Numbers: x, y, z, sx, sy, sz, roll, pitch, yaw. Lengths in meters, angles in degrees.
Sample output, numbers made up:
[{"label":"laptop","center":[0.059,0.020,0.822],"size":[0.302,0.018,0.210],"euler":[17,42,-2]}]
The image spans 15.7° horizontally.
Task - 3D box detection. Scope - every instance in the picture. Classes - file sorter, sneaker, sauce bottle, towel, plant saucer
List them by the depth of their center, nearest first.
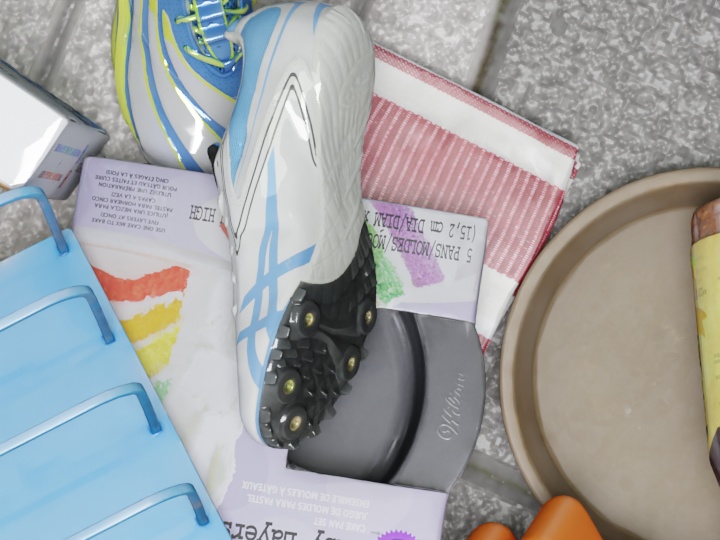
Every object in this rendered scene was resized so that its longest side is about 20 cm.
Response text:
[{"label":"file sorter","center":[-0.144,0.087,1.091],"size":[0.139,0.123,0.200],"euler":[-27,78,-6]},{"label":"sneaker","center":[-0.034,-0.020,1.157],"size":[0.072,0.072,0.200],"euler":[-2,80,33]},{"label":"sauce bottle","center":[0.185,0.066,1.172],"size":[0.066,0.066,0.200],"euler":[-1,73,0]},{"label":"sneaker","center":[-0.082,-0.140,1.201],"size":[0.076,0.105,0.200],"euler":[-3,89,0]},{"label":"plant saucer","center":[0.165,0.051,1.240],"size":[0.200,0.029,0.200],"euler":[0,90,-1]},{"label":"towel","center":[0.000,0.000,1.243],"size":[0.144,0.023,0.200],"euler":[27,88,2]}]

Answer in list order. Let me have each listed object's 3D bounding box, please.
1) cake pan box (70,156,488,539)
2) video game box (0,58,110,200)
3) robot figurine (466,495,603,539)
[{"label":"cake pan box","center":[-0.044,0.053,1.190],"size":[0.200,0.052,0.184],"euler":[10,77,1]},{"label":"video game box","center":[-0.212,-0.103,1.162],"size":[0.200,0.182,0.047],"euler":[34,93,0]},{"label":"robot figurine","center":[0.109,0.205,1.192],"size":[0.144,0.117,0.200],"euler":[-30,99,-13]}]
